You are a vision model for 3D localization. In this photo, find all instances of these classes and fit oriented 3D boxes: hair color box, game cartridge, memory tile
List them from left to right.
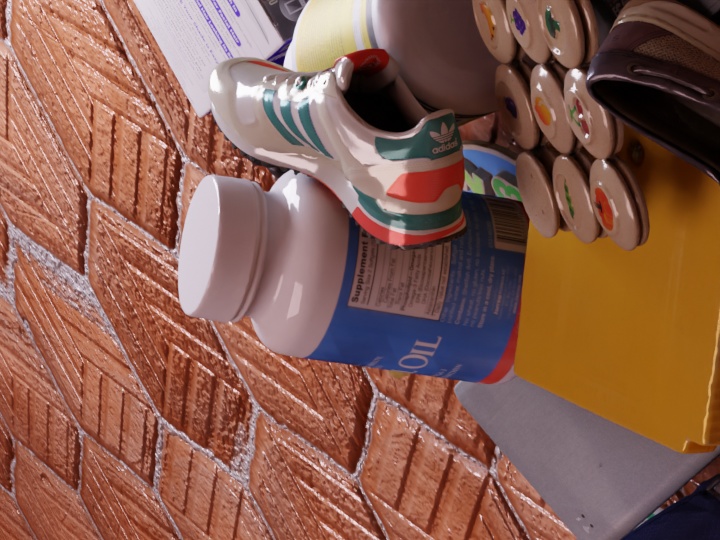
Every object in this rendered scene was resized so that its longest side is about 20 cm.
[{"bbox_3d":[-0.084,-0.185,1.840,0.110,0.065,0.200,61,159,0],"label":"hair color box"},{"bbox_3d":[0.095,-0.109,1.437,0.153,0.017,0.201,-159,51,-72],"label":"memory tile"},{"bbox_3d":[0.153,-0.016,1.479,0.176,0.032,0.201,25,114,54],"label":"game cartridge"}]

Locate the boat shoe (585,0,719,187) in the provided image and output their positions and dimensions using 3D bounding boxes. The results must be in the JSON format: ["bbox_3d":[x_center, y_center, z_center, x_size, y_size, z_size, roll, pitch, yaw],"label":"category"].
[{"bbox_3d":[0.199,-0.058,1.339,0.200,0.065,0.072,35,153,7],"label":"boat shoe"}]

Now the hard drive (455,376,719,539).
[{"bbox_3d":[0.146,0.076,1.636,0.140,0.033,0.200,49,147,8],"label":"hard drive"}]

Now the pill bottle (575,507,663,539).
[{"bbox_3d":[0.130,0.242,1.728,0.113,0.200,0.113,46,154,30],"label":"pill bottle"}]

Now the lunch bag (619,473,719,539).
[{"bbox_3d":[0.219,0.184,1.547,0.136,0.132,0.200,55,173,10],"label":"lunch bag"}]

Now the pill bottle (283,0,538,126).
[{"bbox_3d":[0.025,-0.132,1.611,0.112,0.112,0.200,62,157,-5],"label":"pill bottle"}]

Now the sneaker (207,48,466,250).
[{"bbox_3d":[-0.010,-0.093,1.525,0.200,0.070,0.094,37,134,39],"label":"sneaker"}]

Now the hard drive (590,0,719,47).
[{"bbox_3d":[0.123,-0.206,1.386,0.200,0.033,0.140,59,149,7],"label":"hard drive"}]

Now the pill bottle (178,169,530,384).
[{"bbox_3d":[0.000,0.000,1.587,0.112,0.199,0.113,-171,90,-72],"label":"pill bottle"}]

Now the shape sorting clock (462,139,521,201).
[{"bbox_3d":[0.106,0.009,1.708,0.200,0.039,0.200,46,154,30],"label":"shape sorting clock"}]

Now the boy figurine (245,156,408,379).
[{"bbox_3d":[0.004,-0.015,1.836,0.200,0.064,0.124,58,-168,20],"label":"boy figurine"}]
